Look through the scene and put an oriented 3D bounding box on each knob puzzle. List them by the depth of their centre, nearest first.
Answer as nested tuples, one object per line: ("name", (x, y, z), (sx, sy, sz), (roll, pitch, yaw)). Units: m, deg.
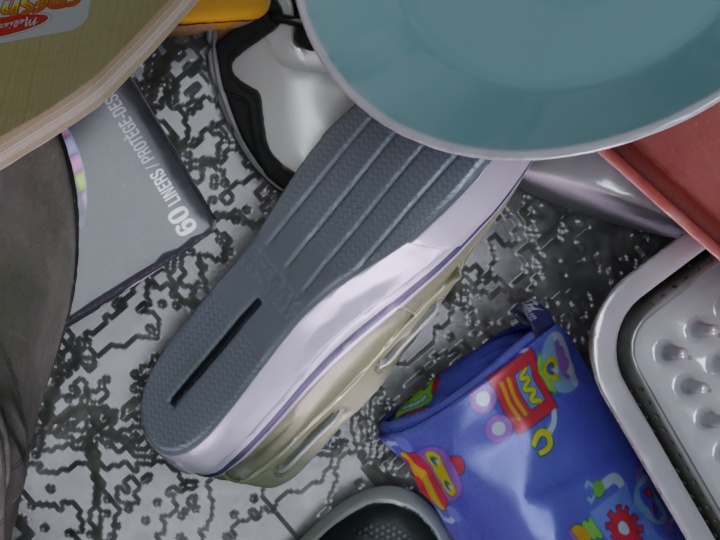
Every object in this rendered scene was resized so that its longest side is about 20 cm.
("knob puzzle", (-0.135, -0.073, 0.714), (0.219, 0.220, 0.031), (-27, 131, -8))

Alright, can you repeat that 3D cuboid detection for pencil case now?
("pencil case", (0.091, 0.110, 0.860), (0.087, 0.078, 0.201), (-38, 95, -39))

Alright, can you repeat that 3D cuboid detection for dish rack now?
("dish rack", (0.181, 0.055, 0.836), (0.171, 0.044, 0.201), (-34, 101, -15))

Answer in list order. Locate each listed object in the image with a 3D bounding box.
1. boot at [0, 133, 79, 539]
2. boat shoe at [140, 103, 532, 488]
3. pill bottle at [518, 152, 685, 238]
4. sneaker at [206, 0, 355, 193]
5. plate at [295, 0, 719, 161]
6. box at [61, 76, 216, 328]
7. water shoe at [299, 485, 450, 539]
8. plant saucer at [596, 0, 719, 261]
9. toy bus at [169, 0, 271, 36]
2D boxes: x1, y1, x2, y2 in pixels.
("boot", (-0.122, 0.036, 0.695), (0.067, 0.131, 0.202), (7, 91, -10))
("boat shoe", (0.000, 0.000, 0.835), (0.200, 0.072, 0.062), (-45, 139, 15))
("pill bottle", (0.120, -0.119, 0.850), (0.110, 0.111, 0.201), (18, 87, -8))
("sneaker", (-0.020, -0.124, 0.845), (0.073, 0.080, 0.202), (-4, 92, -11))
("plate", (0.072, -0.121, 0.763), (0.199, 0.026, 0.201), (-9, 62, 18))
("box", (-0.167, -0.012, 0.806), (0.199, 0.106, 0.123), (-33, 94, -7))
("water shoe", (-0.024, 0.173, 0.840), (0.071, 0.079, 0.201), (33, 84, -7))
("plant saucer", (0.196, -0.064, 0.799), (0.199, 0.037, 0.200), (39, 80, -15))
("toy bus", (-0.084, -0.185, 0.827), (0.065, 0.078, 0.202), (-7, 89, -29))
